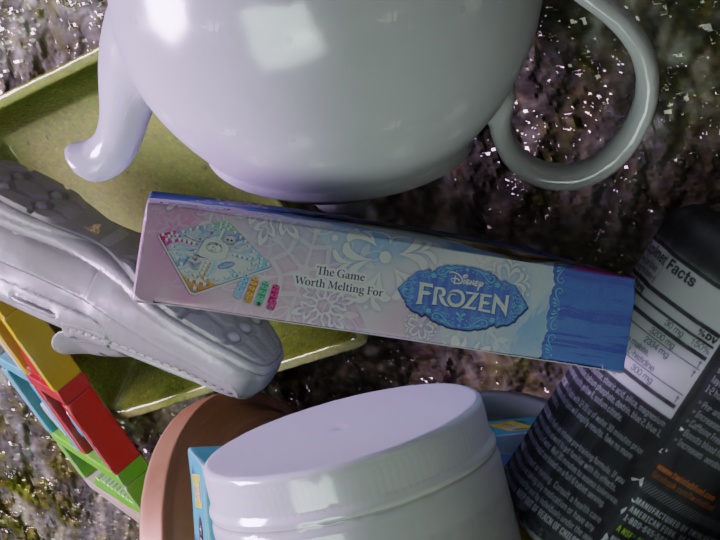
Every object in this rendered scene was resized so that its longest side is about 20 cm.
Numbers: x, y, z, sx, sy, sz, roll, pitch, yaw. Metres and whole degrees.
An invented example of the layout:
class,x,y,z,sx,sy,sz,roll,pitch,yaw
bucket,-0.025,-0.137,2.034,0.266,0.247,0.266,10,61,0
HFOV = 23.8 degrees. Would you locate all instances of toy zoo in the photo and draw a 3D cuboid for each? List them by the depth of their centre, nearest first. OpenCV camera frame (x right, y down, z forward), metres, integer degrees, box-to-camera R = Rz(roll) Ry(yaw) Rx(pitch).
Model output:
class,x,y,z,sx,sy,sz,roll,pitch,yaw
toy zoo,-0.185,0.060,0.993,0.201,0.020,0.131,59,161,-22

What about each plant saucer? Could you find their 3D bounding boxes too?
class,x,y,z,sx,sy,sz,roll,pitch,yaw
plant saucer,-0.112,-0.029,0.921,0.199,0.048,0.201,-19,114,35
plant saucer,-0.043,0.161,0.925,0.032,0.201,0.201,-20,113,29

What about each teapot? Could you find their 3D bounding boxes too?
class,x,y,z,sx,sy,sz,roll,pitch,yaw
teapot,-0.008,-0.092,0.730,0.199,0.196,0.147,31,136,48

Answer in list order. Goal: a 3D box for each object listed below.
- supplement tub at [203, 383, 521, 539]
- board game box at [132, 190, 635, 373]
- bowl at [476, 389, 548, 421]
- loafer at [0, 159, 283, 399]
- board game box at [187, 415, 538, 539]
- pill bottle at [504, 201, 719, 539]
class,x,y,z,sx,sy,sz,roll,pitch,yaw
supplement tub,0.015,0.164,0.744,0.131,0.132,0.202,-10,99,31
board game box,0.000,0.000,0.758,0.197,0.200,0.044,7,93,-8
bowl,0.058,0.159,0.920,0.199,0.090,0.204,-1,95,-10
loafer,-0.131,0.014,0.881,0.199,0.070,0.070,30,117,15
board game box,0.020,0.156,0.837,0.198,0.047,0.153,-4,95,-14
pill bottle,0.155,0.045,0.765,0.106,0.106,0.201,33,99,1
